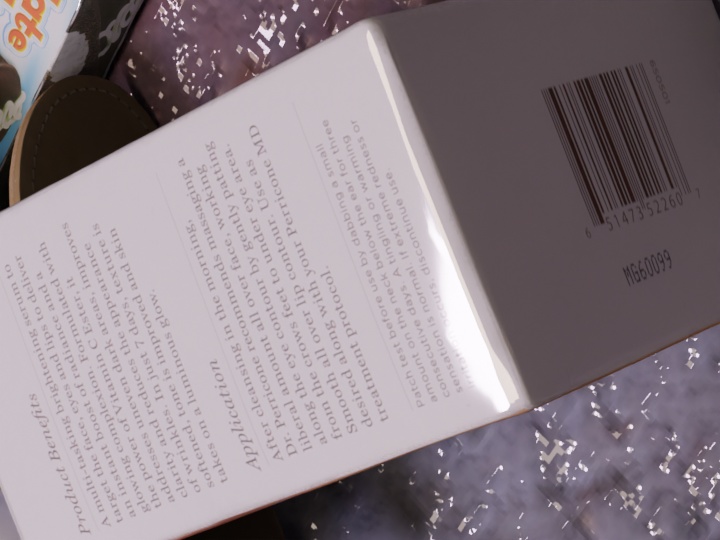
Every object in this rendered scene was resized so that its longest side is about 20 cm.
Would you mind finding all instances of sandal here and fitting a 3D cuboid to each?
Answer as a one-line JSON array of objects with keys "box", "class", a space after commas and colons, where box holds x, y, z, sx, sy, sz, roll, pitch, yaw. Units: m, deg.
[{"box": [-0.087, 0.042, 0.842, 0.070, 0.077, 0.213, -40, 60, 39], "class": "sandal"}]

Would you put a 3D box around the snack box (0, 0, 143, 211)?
[{"box": [-0.121, -0.127, 0.876, 0.116, 0.037, 0.200, 46, 126, 21], "class": "snack box"}]

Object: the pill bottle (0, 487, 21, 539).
[{"box": [-0.156, 0.065, 0.815, 0.109, 0.109, 0.201, -53, 45, 36], "class": "pill bottle"}]

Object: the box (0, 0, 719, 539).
[{"box": [0.000, 0.000, 0.731, 0.200, 0.152, 0.107, -24, 87, 42], "class": "box"}]
